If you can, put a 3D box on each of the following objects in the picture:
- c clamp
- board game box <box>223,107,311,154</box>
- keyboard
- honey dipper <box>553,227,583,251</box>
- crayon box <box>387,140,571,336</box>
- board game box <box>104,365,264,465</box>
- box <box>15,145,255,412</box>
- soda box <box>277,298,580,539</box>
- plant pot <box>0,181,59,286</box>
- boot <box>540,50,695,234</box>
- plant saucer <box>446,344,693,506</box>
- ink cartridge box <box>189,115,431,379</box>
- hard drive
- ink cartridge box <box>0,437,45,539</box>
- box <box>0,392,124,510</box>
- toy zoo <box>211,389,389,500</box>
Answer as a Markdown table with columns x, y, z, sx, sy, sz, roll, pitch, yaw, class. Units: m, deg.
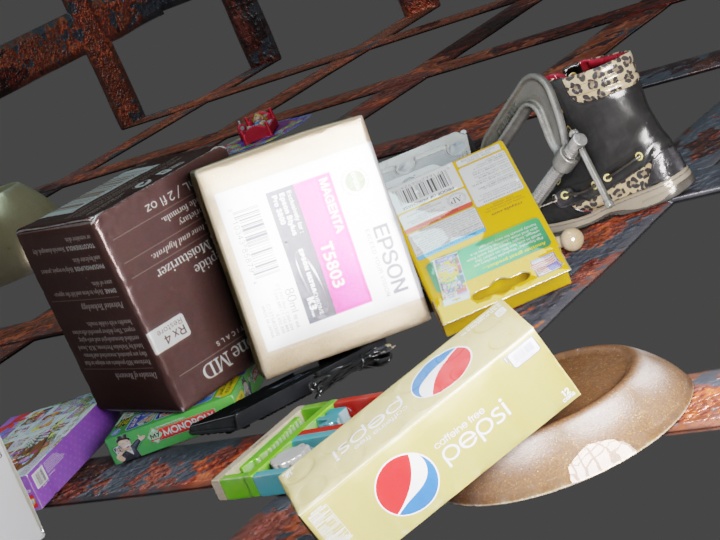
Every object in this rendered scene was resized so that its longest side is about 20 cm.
| x | y | z | sx | sy | sz | roll | pitch | yaw | class |
| --- | --- | --- | --- | --- | --- | --- | --- | --- | --- |
| 0.165 | -0.095 | 1.725 | 0.027 | 0.171 | 0.200 | -8 | -21 | -24 | c clamp |
| -0.188 | -0.257 | 3.222 | 0.158 | 0.039 | 0.200 | -33 | 15 | -34 | board game box |
| -0.045 | 0.100 | 1.567 | 0.127 | 0.021 | 0.200 | -18 | 6 | 46 | keyboard |
| 0.126 | -0.011 | 1.741 | 0.199 | 0.038 | 0.038 | -11 | 18 | 32 | honey dipper |
| 0.109 | -0.022 | 1.639 | 0.125 | 0.052 | 0.200 | -23 | 41 | 1 | crayon box |
| -0.158 | 0.117 | 1.734 | 0.134 | 0.029 | 0.200 | -22 | 13 | 14 | board game box |
| -0.190 | 0.009 | 1.706 | 0.166 | 0.201 | 0.164 | -33 | 16 | -33 | box |
| 0.045 | 0.112 | 1.208 | 0.200 | 0.064 | 0.068 | -38 | 22 | -2 | soda box |
| -0.578 | -0.067 | 2.951 | 0.200 | 0.135 | 0.200 | -23 | 13 | 6 | plant pot |
| 0.214 | -0.122 | 1.751 | 0.200 | 0.151 | 0.073 | -14 | 16 | 40 | boot |
| 0.136 | 0.101 | 1.271 | 0.200 | 0.037 | 0.200 | -23 | 13 | 5 | plant saucer |
| -0.046 | -0.022 | 1.620 | 0.164 | 0.201 | 0.075 | -20 | 4 | -7 | ink cartridge box |
| 0.060 | -0.042 | 1.758 | 0.139 | 0.038 | 0.200 | -21 | 42 | 14 | hard drive |
| -0.405 | 0.209 | 1.540 | 0.200 | 0.145 | 0.145 | -13 | 17 | 41 | ink cartridge box |
| -0.324 | 0.184 | 1.734 | 0.136 | 0.039 | 0.200 | -17 | 15 | 24 | box |
| -0.009 | 0.134 | 1.424 | 0.200 | 0.021 | 0.131 | -13 | 17 | 39 | toy zoo |
